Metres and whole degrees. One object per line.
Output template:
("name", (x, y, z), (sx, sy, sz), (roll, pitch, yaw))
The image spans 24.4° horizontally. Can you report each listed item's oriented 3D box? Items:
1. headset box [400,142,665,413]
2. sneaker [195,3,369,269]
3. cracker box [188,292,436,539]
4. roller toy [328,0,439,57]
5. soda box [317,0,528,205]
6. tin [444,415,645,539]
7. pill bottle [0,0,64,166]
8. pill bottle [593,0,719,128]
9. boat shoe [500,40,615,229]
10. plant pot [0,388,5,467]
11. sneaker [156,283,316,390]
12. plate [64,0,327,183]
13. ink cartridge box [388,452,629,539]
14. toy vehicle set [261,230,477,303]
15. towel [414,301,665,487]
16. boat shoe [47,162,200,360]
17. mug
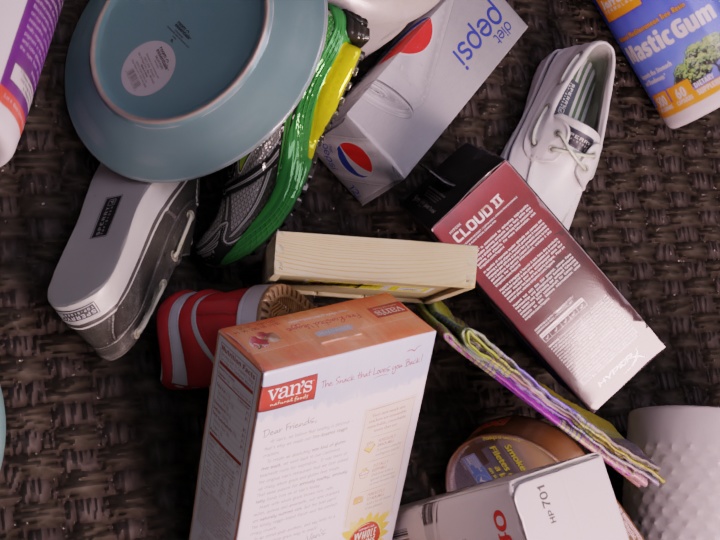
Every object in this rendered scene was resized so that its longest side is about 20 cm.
("headset box", (0.116, -0.006, 1.221), (0.077, 0.149, 0.200), (-43, 102, 1))
("sneaker", (-0.071, -0.096, 1.149), (0.085, 0.078, 0.201), (21, 96, -15))
("cracker box", (-0.035, 0.122, 1.070), (0.133, 0.058, 0.201), (-11, 125, -36))
("roller toy", (-0.025, -0.251, 1.221), (0.182, 0.140, 0.201), (0, 74, -34))
("soda box", (0.045, -0.144, 1.279), (0.068, 0.063, 0.200), (47, 55, -11))
("tin", (0.143, 0.193, 1.202), (0.200, 0.112, 0.042), (55, 44, -6))
("pill bottle", (-0.248, -0.173, 1.065), (0.111, 0.111, 0.201), (25, 62, -25))
("pill bottle", (0.261, -0.233, 1.422), (0.112, 0.112, 0.201), (-34, 94, -36))
("boat shoe", (0.158, -0.102, 1.338), (0.073, 0.067, 0.201), (24, 63, -25))
("plant pot", (-0.285, 0.085, 0.941), (0.199, 0.134, 0.202), (11, 69, -30))
("sneaker", (-0.063, 0.071, 1.144), (0.200, 0.112, 0.072), (52, 46, -46))
("plate", (-0.116, -0.154, 1.106), (0.026, 0.199, 0.201), (42, 47, -59))
("ink cartridge box", (0.093, 0.215, 1.107), (0.086, 0.200, 0.147), (-12, 82, -35))
("toy vehicle set", (0.000, 0.000, 1.098), (0.123, 0.200, 0.027), (4, 86, -6))
("towel", (0.127, 0.084, 1.220), (0.200, 0.144, 0.023), (37, 93, -14))
("boat shoe", (-0.147, -0.030, 1.119), (0.064, 0.070, 0.201), (57, 42, -39))
("mug", (0.283, 0.198, 1.241), (0.147, 0.200, 0.176), (13, 77, -28))
